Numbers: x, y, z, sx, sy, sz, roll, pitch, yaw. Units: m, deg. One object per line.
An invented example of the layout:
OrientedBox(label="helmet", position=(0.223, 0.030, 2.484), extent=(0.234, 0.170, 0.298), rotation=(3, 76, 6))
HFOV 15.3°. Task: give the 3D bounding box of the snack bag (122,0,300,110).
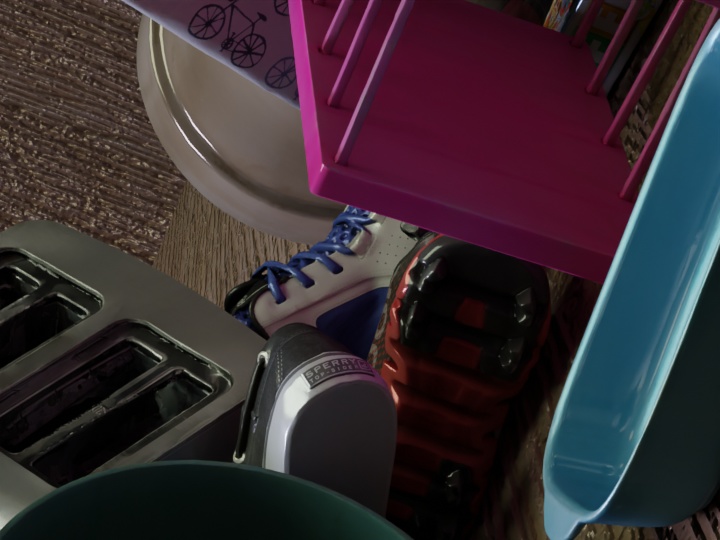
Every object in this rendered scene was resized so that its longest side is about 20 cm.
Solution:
OrientedBox(label="snack bag", position=(-0.003, -0.167, 1.143), extent=(0.200, 0.188, 0.021), rotation=(-46, 53, 11))

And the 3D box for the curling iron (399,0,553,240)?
OrientedBox(label="curling iron", position=(0.063, -0.102, 1.191), extent=(0.050, 0.026, 0.201), rotation=(-1, 64, 55))

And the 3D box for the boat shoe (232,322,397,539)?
OrientedBox(label="boat shoe", position=(-0.032, 0.112, 1.118), extent=(0.066, 0.070, 0.201), rotation=(-131, 39, -50))

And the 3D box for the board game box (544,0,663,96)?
OrientedBox(label="board game box", position=(0.113, -0.157, 1.265), extent=(0.200, 0.034, 0.135), rotation=(-80, 13, -50))

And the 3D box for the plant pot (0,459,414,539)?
OrientedBox(label="plant pot", position=(-0.062, 0.198, 1.016), extent=(0.201, 0.200, 0.161), rotation=(-80, 4, -52))

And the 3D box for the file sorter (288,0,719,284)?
OrientedBox(label="file sorter", position=(0.061, -0.109, 1.047), extent=(0.200, 0.139, 0.126), rotation=(-98, 29, -59))

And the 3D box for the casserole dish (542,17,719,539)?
OrientedBox(label="casserole dish", position=(0.114, 0.001, 0.880), extent=(0.121, 0.039, 0.201), rotation=(-147, 78, -81))

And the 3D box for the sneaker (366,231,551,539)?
OrientedBox(label="sneaker", position=(0.031, 0.054, 1.160), extent=(0.098, 0.071, 0.201), rotation=(-70, 1, -62))

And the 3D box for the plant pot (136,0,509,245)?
OrientedBox(label="plant pot", position=(-0.004, -0.134, 1.330), extent=(0.174, 0.199, 0.201), rotation=(119, 170, -68))

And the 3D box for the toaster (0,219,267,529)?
OrientedBox(label="toaster", position=(-0.134, 0.086, 1.179), extent=(0.200, 0.181, 0.119), rotation=(-32, -42, -36))

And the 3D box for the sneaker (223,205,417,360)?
OrientedBox(label="sneaker", position=(0.000, 0.001, 1.217), extent=(0.081, 0.115, 0.200), rotation=(-164, 83, -74))
